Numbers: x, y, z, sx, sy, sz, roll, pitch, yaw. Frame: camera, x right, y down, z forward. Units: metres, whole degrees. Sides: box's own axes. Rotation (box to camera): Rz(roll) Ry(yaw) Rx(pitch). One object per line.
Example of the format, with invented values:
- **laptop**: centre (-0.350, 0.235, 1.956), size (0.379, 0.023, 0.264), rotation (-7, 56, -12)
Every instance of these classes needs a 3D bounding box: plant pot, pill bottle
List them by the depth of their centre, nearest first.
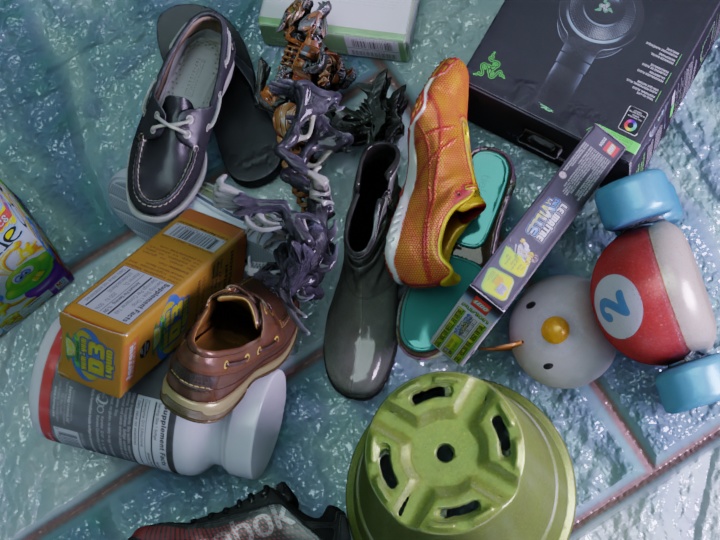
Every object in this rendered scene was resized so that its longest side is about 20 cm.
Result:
- **plant pot**: centre (0.072, 0.162, 1.198), size (0.197, 0.190, 0.203), rotation (-2, 73, 8)
- **pill bottle**: centre (-0.170, 0.108, 1.287), size (0.197, 0.116, 0.117), rotation (12, 74, 11)

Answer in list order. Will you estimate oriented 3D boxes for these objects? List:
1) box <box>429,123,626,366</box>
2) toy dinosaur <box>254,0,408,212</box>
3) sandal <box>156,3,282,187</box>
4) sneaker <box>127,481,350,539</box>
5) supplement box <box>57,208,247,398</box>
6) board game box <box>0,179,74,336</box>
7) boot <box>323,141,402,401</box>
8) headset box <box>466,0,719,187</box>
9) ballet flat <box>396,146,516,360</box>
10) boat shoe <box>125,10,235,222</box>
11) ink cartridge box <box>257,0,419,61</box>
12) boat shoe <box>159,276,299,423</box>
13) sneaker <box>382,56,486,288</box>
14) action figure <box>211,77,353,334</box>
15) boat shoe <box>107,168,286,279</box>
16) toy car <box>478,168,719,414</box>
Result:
- **box**: centre (0.138, -0.021, 1.237), size (0.035, 0.110, 0.200), rotation (37, 60, 5)
- **toy dinosaur**: centre (-0.031, -0.141, 1.367), size (0.134, 0.102, 0.203), rotation (2, 110, 13)
- **sandal**: centre (-0.128, -0.173, 1.408), size (0.076, 0.043, 0.201), rotation (-30, 71, -3)
- **sneaker**: centre (-0.097, 0.224, 1.265), size (0.197, 0.071, 0.099), rotation (5, 73, 7)
- **supplement box**: centre (-0.169, 0.024, 1.250), size (0.068, 0.067, 0.200), rotation (21, 35, 19)
- **board game box**: centre (-0.343, -0.030, 1.310), size (0.103, 0.200, 0.105), rotation (-37, 72, -5)
- **boot**: centre (0.000, 0.000, 1.289), size (0.067, 0.131, 0.203), rotation (8, 74, 11)
- **headset box**: centre (0.202, -0.186, 1.341), size (0.173, 0.093, 0.201), rotation (29, 79, 16)
- **ballet flat**: centre (0.085, -0.009, 1.313), size (0.068, 0.071, 0.202), rotation (18, 75, 6)
- **boat shoe**: centre (-0.158, -0.139, 1.335), size (0.073, 0.061, 0.202), rotation (18, 64, 5)
- **ink cartridge box**: centre (-0.008, -0.306, 1.431), size (0.143, 0.048, 0.203), rotation (8, 74, 10)
- **boat shoe**: centre (-0.096, 0.047, 1.231), size (0.071, 0.068, 0.200), rotation (23, 32, 10)
- **sneaker**: centre (0.074, -0.080, 1.271), size (0.076, 0.073, 0.203), rotation (5, 78, 18)
- **action figure**: centre (-0.063, -0.049, 1.254), size (0.101, 0.119, 0.202), rotation (3, 66, 12)
- **boat shoe**: centre (-0.134, -0.044, 1.365), size (0.198, 0.073, 0.062), rotation (25, 43, 15)
- **toy car**: centre (0.188, 0.042, 1.242), size (0.198, 0.177, 0.187), rotation (-20, 82, 14)
